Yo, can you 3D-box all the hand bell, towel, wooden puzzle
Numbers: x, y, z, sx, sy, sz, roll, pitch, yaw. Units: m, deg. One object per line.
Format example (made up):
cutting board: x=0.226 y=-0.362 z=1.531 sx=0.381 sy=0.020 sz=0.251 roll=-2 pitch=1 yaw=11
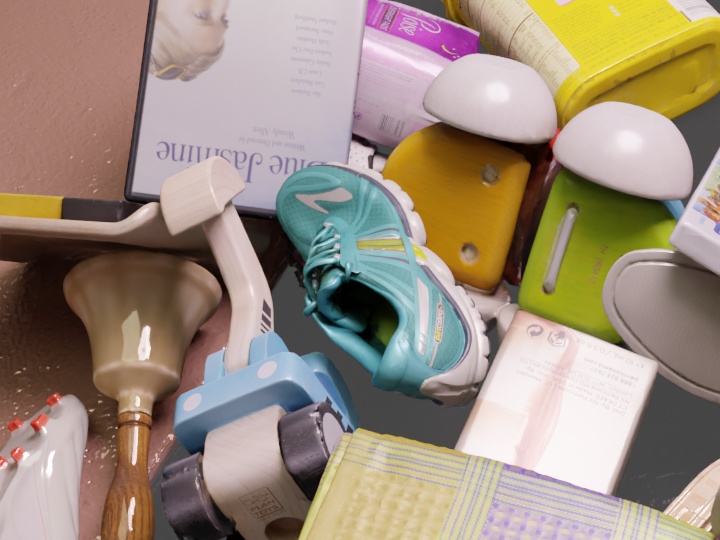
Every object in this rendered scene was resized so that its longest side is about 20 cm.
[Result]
hand bell: x=-0.141 y=0.101 z=0.888 sx=0.103 sy=0.104 sz=0.202 roll=-6 pitch=60 yaw=10
towel: x=0.053 y=0.151 z=0.667 sx=0.197 sy=0.023 sz=0.144 roll=11 pitch=50 yaw=19
wooden puzzle: x=-0.181 y=-0.029 z=0.939 sx=0.197 sy=0.185 sz=0.038 roll=-1 pitch=86 yaw=21

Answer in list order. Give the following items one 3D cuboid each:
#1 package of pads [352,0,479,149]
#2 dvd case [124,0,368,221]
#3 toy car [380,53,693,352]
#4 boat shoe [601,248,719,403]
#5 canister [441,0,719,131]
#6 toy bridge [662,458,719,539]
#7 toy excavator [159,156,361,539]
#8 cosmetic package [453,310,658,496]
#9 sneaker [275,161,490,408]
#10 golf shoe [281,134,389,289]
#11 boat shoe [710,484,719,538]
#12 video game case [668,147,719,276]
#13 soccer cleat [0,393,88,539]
package of pads: x=-0.019 y=-0.153 z=1.007 sx=0.198 sy=0.076 sz=0.121 roll=20 pitch=28 yaw=1
dvd case: x=-0.070 y=-0.135 z=0.931 sx=0.141 sy=0.018 sz=0.203 roll=7 pitch=86 yaw=1
toy car: x=0.116 y=-0.031 z=0.891 sx=0.198 sy=0.177 sz=0.150 roll=23 pitch=20 yaw=24
boat shoe: x=0.228 y=0.037 z=0.800 sx=0.198 sy=0.075 sz=0.060 roll=20 pitch=21 yaw=4
canister: x=0.159 y=-0.186 z=1.046 sx=0.147 sy=0.087 sz=0.201 roll=-25 pitch=49 yaw=-7
toy bridge: x=0.173 y=0.147 z=0.763 sx=0.027 sy=0.068 sz=0.200 roll=32 pitch=63 yaw=35
toy excavator: x=-0.058 y=0.060 z=0.825 sx=0.099 sy=0.195 sz=0.201 roll=-24 pitch=35 yaw=15
cosmetic package: x=0.082 y=0.136 z=0.763 sx=0.086 sy=0.104 sz=0.201 roll=20 pitch=55 yaw=12
sneaker: x=0.000 y=0.000 z=0.830 sx=0.079 sy=0.078 sz=0.200 roll=5 pitch=32 yaw=-37
golf shoe: x=-0.028 y=-0.067 z=1.005 sx=0.091 sy=0.073 sz=0.201 roll=-19 pitch=54 yaw=-13
boat shoe: x=0.225 y=0.114 z=0.699 sx=0.060 sy=0.201 sz=0.072 roll=31 pitch=95 yaw=32
video game case: x=0.258 y=-0.018 z=0.822 sx=0.142 sy=0.018 sz=0.200 roll=33 pitch=30 yaw=8
soccer cleat: x=-0.196 y=0.152 z=0.864 sx=0.069 sy=0.078 sz=0.201 roll=-32 pitch=24 yaw=21
